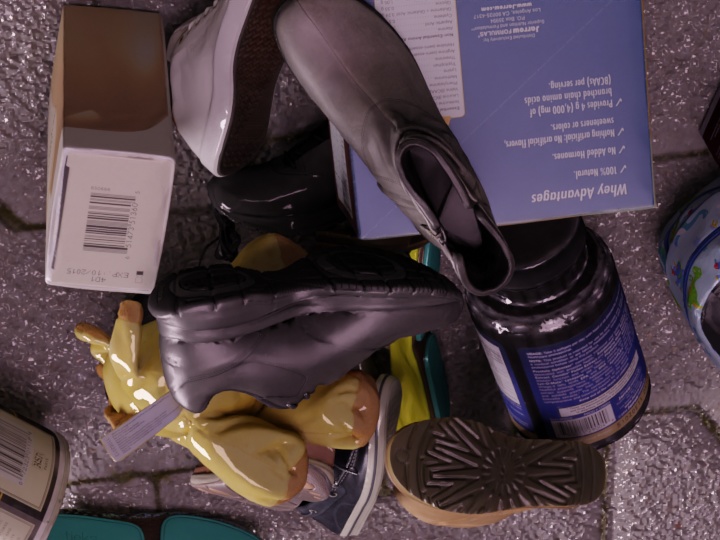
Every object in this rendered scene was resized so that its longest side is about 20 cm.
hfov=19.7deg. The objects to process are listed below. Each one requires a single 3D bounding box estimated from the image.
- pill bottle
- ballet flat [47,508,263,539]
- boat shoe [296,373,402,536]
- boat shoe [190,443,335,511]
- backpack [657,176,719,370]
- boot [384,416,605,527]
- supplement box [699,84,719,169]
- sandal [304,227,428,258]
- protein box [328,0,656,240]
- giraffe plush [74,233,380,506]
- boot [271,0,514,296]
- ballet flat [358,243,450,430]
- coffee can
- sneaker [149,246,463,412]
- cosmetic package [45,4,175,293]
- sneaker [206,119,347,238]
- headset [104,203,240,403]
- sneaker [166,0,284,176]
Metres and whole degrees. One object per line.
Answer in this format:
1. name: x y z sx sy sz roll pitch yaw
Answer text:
1. pill bottle: 0.140 0.034 1.510 0.111 0.112 0.200 -20 134 3
2. ballet flat: -0.168 0.227 1.635 0.199 0.074 0.074 12 120 -15
3. boat shoe: -0.011 0.140 1.566 0.062 0.075 0.200 17 147 -2
4. boat shoe: -0.067 0.134 1.538 0.075 0.200 0.072 19 74 -24
5. backpack: 0.312 0.017 1.541 0.163 0.154 0.200 -44 141 20
6. boot: 0.069 0.160 1.551 0.174 0.200 0.066 12 76 -19
7. supplement box: 0.320 -0.061 1.443 0.108 0.200 0.061 11 120 -16
8. sandal: 0.000 0.000 1.440 0.081 0.200 0.055 -7 84 -17
9. protein box: 0.077 -0.138 1.355 0.198 0.135 0.201 -7 103 -5
10. giraffe plush: -0.108 0.073 1.402 0.199 0.162 0.173 -17 96 -23
11. boot: 0.026 -0.082 1.224 0.068 0.131 0.200 -37 103 3
12. ballet flat: 0.028 0.043 1.547 0.067 0.067 0.201 4 126 13
13. coffee can: -0.331 0.139 1.492 0.200 0.147 0.146 32 112 -26
14. sneaker: -0.033 0.039 1.302 0.199 0.076 0.091 -6 112 -13
15. cosmetic package: -0.165 -0.082 1.346 0.071 0.200 0.106 5 120 -12
16. sneaker: -0.011 -0.079 1.460 0.199 0.076 0.091 -9 118 -15
17. headset: -0.121 0.039 1.524 0.123 0.094 0.200 5 137 -18
18. sneaker: -0.091 -0.157 1.368 0.073 0.085 0.200 -26 151 -41
